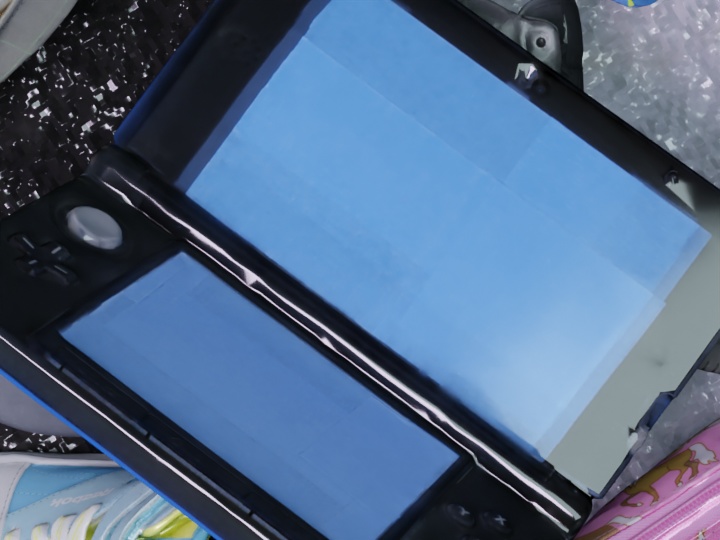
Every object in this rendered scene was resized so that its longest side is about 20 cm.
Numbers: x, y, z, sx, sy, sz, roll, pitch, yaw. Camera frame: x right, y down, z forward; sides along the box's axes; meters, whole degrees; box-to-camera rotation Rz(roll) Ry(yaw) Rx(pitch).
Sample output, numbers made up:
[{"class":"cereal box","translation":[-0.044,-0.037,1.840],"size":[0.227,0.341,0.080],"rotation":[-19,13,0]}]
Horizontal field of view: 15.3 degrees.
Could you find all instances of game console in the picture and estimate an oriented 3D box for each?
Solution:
[{"class":"game console","translation":[0.000,0.000,0.823],"size":[0.200,0.171,0.119],"rotation":[36,117,9]}]

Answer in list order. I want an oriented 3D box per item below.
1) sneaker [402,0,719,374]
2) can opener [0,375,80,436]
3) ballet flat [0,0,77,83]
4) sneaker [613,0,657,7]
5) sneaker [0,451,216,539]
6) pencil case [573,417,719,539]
[{"class":"sneaker","translation":[0.057,-0.046,0.902],"size":[0.199,0.060,0.105],"rotation":[23,93,6]},{"class":"can opener","translation":[-0.046,0.029,0.916],"size":[0.199,0.053,0.067],"rotation":[10,123,-2]},{"class":"ballet flat","translation":[-0.142,-0.080,0.863],"size":[0.067,0.064,0.200],"rotation":[42,112,6]},{"class":"sneaker","translation":[0.084,-0.163,0.836],"size":[0.076,0.200,0.105],"rotation":[-37,63,-25]},{"class":"sneaker","translation":[-0.091,0.098,0.867],"size":[0.199,0.131,0.080],"rotation":[-13,93,-1]},{"class":"pencil case","translation":[0.121,0.088,0.894],"size":[0.200,0.087,0.083],"rotation":[-33,105,-3]}]
